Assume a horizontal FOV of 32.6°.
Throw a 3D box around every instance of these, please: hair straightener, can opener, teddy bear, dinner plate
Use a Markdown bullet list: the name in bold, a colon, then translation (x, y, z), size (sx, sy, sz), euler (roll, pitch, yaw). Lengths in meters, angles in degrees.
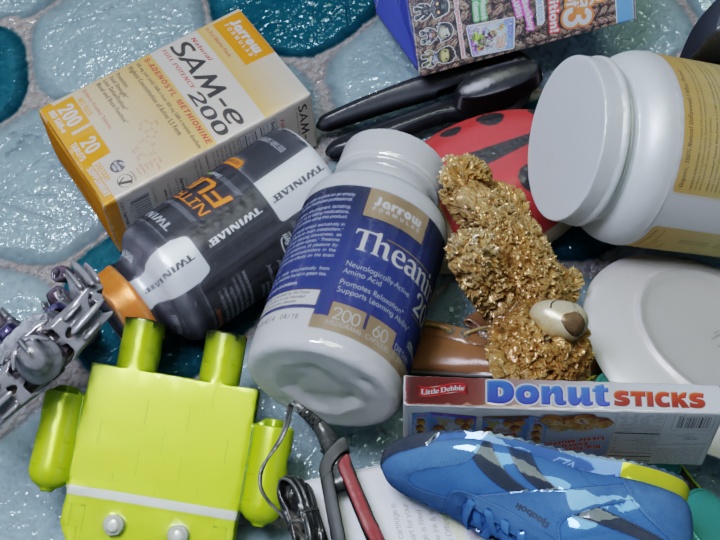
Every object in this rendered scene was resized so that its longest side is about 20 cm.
- **hair straightener**: translation (-0.023, 0.171, 0.774), size (0.077, 0.041, 0.201), euler (-19, 58, -8)
- **can opener**: translation (0.058, -0.147, 1.065), size (0.199, 0.079, 0.064), euler (-15, 65, 5)
- **teddy bear**: translation (0.112, -0.002, 0.860), size (0.067, 0.145, 0.201), euler (-29, 33, 20)
- **dinner plate**: translation (0.258, 0.055, 0.898), size (0.199, 0.024, 0.201), euler (12, 44, -12)

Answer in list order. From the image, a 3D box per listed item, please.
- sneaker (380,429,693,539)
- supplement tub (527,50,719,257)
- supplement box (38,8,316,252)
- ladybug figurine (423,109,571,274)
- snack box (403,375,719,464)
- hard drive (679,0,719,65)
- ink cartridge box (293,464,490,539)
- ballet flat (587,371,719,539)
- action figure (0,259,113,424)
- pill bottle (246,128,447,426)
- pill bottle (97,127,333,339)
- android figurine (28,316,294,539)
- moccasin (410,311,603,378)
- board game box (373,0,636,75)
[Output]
- **sneaker**: translation (0.106, 0.152, 0.764), size (0.199, 0.066, 0.079), euler (10, 60, 8)
- **supplement tub**: translation (0.242, -0.086, 0.930), size (0.199, 0.145, 0.145), euler (7, 55, -18)
- **supplement box**: translation (-0.154, -0.123, 1.055), size (0.199, 0.074, 0.126), euler (-31, 61, -16)
- **ladybug figurine**: translation (0.106, -0.074, 1.006), size (0.199, 0.072, 0.136), euler (-26, 59, -13)
- **snack box**: translation (0.127, 0.098, 0.797), size (0.199, 0.072, 0.024), euler (2, 56, 3)
- **hard drive**: translation (0.321, -0.170, 0.978), size (0.134, 0.200, 0.043), euler (1, 80, 4)
- **ink cartridge box**: translation (0.066, 0.202, 0.823), size (0.199, 0.086, 0.148), euler (-11, 57, -2)
- **ballet flat**: translation (0.206, 0.162, 0.848), size (0.067, 0.067, 0.200), euler (-11, 58, -48)
- **action figure**: translation (-0.236, 0.050, 0.884), size (0.130, 0.200, 0.070), euler (-34, 99, -9)
- **pill bottle**: translation (0.000, 0.000, 0.881), size (0.110, 0.111, 0.201), euler (11, 57, 11)
- **pill bottle**: translation (-0.113, -0.017, 0.965), size (0.200, 0.106, 0.106), euler (-36, 62, -18)
- **android figurine**: translation (-0.141, 0.137, 0.871), size (0.181, 0.041, 0.201), euler (11, 78, 1)
- **moccasin**: translation (0.089, 0.060, 0.927), size (0.200, 0.074, 0.078), euler (2, 65, 17)
- **board game box**: translation (0.118, -0.269, 1.086), size (0.199, 0.097, 0.160), euler (-16, 34, -6)
